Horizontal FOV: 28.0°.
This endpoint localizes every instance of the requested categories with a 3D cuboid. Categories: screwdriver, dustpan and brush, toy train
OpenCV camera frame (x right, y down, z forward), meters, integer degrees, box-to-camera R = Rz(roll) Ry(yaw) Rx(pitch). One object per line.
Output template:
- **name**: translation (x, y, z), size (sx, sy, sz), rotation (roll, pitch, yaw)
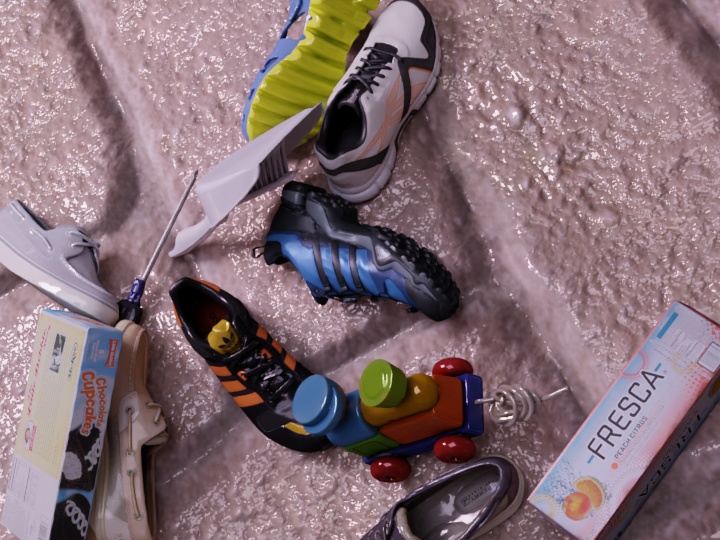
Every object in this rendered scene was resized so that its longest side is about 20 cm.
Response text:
- **screwdriver**: translation (-0.199, -0.006, 1.348), size (0.029, 0.028, 0.200), rotation (17, 79, 15)
- **dustpan and brush**: translation (-0.116, -0.067, 1.296), size (0.200, 0.140, 0.057), rotation (-24, 107, 34)
- **toy train**: translation (0.050, 0.099, 1.140), size (0.200, 0.116, 0.085), rotation (-23, 55, 38)

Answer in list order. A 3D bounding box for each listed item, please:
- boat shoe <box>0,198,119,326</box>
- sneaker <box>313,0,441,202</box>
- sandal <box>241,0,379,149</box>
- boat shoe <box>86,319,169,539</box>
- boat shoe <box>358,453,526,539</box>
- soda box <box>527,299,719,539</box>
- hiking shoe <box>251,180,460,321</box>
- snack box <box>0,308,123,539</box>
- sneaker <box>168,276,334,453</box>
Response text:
- **boat shoe**: translation (-0.285, -0.014, 1.351), size (0.201, 0.070, 0.072), rotation (30, 81, 37)
- **sneaker**: translation (0.016, -0.163, 1.304), size (0.074, 0.080, 0.200), rotation (12, 74, 24)
- **sandal**: translation (-0.051, -0.202, 1.353), size (0.200, 0.079, 0.087), rotation (-60, 27, 0)
- **boat shoe**: translation (-0.199, 0.143, 1.275), size (0.065, 0.072, 0.200), rotation (1, 72, 9)
- **boat shoe**: translation (0.044, 0.214, 1.162), size (0.200, 0.065, 0.072), rotation (-36, 63, 4)
- **soda box**: translation (0.218, 0.125, 1.131), size (0.064, 0.068, 0.200), rotation (35, 85, 27)
- **hiking shoe**: translation (0.000, 0.000, 1.264), size (0.200, 0.074, 0.087), rotation (34, 104, 29)
- **snack box**: translation (-0.261, 0.140, 1.254), size (0.116, 0.037, 0.200), rotation (13, 92, 57)
- **sneaker**: translation (-0.098, 0.081, 1.247), size (0.070, 0.090, 0.200), rotation (-46, 63, -1)
